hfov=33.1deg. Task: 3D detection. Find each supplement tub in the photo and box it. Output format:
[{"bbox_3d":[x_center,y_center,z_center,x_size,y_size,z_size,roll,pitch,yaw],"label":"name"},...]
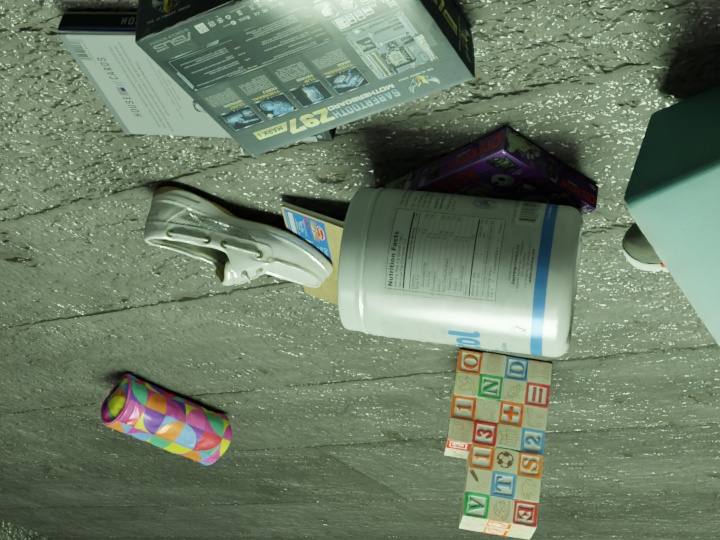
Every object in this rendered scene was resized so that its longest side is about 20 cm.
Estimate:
[{"bbox_3d":[0.089,0.000,1.057,0.197,0.133,0.132,6,155,13],"label":"supplement tub"}]

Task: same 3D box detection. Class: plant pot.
[{"bbox_3d":[0.313,-0.067,0.838,0.199,0.142,0.142,-27,109,36],"label":"plant pot"}]

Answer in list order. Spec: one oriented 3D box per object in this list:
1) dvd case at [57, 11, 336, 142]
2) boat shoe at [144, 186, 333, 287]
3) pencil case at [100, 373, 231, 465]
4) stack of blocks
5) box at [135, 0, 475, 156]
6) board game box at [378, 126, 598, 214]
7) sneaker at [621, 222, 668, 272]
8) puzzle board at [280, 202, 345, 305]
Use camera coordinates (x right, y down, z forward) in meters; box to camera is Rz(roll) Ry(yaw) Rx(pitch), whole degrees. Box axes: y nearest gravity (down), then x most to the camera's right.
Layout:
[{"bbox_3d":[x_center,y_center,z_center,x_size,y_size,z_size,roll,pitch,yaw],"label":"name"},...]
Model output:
[{"bbox_3d":[-0.130,-0.158,1.001,0.197,0.025,0.151,4,154,14],"label":"dvd case"},{"bbox_3d":[-0.126,-0.015,1.230,0.198,0.070,0.071,21,157,-12],"label":"boat shoe"},{"bbox_3d":[-0.284,0.222,1.790,0.199,0.089,0.088,30,149,-35],"label":"pencil case"},{"bbox_3d":[0.158,0.204,1.433,0.114,0.202,0.059,8,156,3],"label":"stack of blocks"},{"bbox_3d":[-0.037,-0.168,0.872,0.198,0.052,0.158,-16,145,24],"label":"box"},{"bbox_3d":[0.103,-0.063,1.106,0.119,0.033,0.199,31,149,-28],"label":"board game box"},{"bbox_3d":[0.289,-0.065,0.994,0.199,0.077,0.082,-25,121,42],"label":"sneaker"},{"bbox_3d":[0.000,0.000,1.254,0.149,0.018,0.201,21,157,15],"label":"puzzle board"}]
